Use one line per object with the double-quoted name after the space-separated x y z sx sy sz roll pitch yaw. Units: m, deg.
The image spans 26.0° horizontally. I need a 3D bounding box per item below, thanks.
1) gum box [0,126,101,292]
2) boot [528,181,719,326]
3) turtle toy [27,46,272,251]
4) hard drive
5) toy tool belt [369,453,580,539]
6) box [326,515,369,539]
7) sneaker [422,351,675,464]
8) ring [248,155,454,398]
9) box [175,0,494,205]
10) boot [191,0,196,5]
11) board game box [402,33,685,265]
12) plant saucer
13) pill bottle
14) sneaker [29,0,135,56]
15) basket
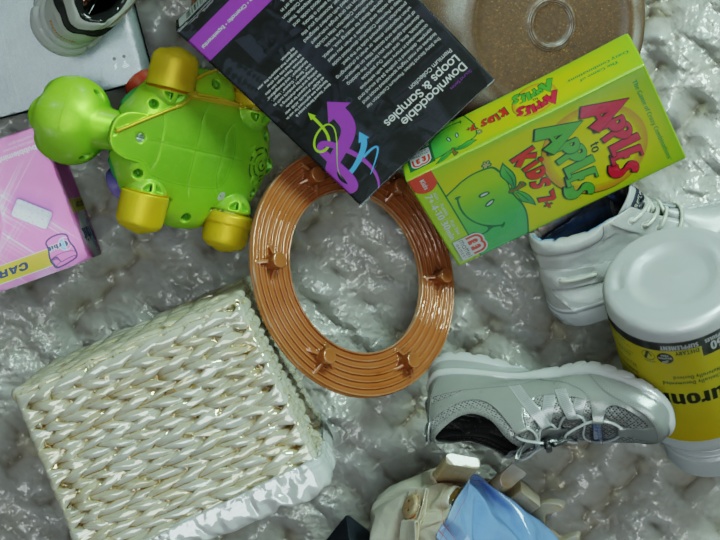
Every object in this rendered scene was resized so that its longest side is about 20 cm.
-0.323 -0.031 1.242 0.200 0.066 0.114 -20 95 0 "gum box"
0.235 -0.032 1.251 0.200 0.074 0.096 -24 125 1 "boot"
-0.158 -0.102 1.213 0.200 0.101 0.146 12 94 -32 "turtle toy"
-0.258 -0.233 1.241 0.139 0.033 0.200 -15 97 -1 "hard drive"
0.111 0.218 1.232 0.200 0.125 0.123 33 126 -22 "toy tool belt"
0.011 0.341 1.280 0.200 0.104 0.182 39 94 -6 "box"
0.143 0.120 1.207 0.200 0.082 0.075 3 139 21 "sneaker"
0.000 0.000 1.224 0.200 0.019 0.201 12 70 -35 "ring"
-0.017 -0.163 1.161 0.143 0.036 0.200 -42 113 11 "box"
-0.078 -0.262 1.184 0.074 0.155 0.200 24 94 -4 "boot"
0.142 -0.092 1.221 0.200 0.048 0.102 -26 128 11 "board game box"
0.145 -0.196 1.234 0.200 0.037 0.201 -4 102 -18 "plant saucer"
0.262 0.071 1.224 0.111 0.111 0.200 -24 132 0 "pill bottle"
-0.173 -0.250 1.194 0.074 0.080 0.200 36 71 -22 "sneaker"
-0.137 0.116 1.203 0.200 0.198 0.161 -22 95 1 "basket"
